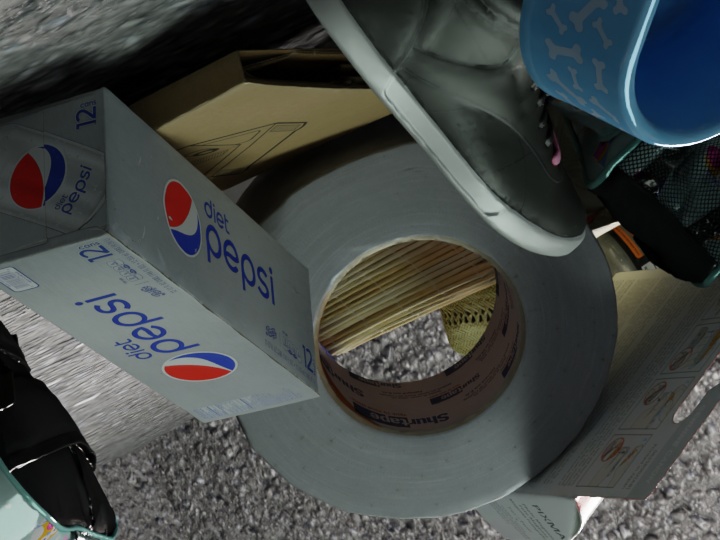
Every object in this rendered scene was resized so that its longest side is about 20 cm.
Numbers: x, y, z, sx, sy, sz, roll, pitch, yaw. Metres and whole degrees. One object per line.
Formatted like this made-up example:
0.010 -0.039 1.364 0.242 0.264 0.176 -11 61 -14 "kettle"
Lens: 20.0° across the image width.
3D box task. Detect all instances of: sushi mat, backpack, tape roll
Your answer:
0.000 0.000 1.133 0.200 0.096 0.012 -28 -149 58 "sushi mat"
-0.222 0.092 1.020 0.153 0.176 0.200 -31 172 -9 "backpack"
0.192 -0.117 1.036 0.200 0.153 0.176 -40 -169 14 "backpack"
0.025 0.022 1.027 0.200 0.201 0.066 -28 -159 2 "tape roll"

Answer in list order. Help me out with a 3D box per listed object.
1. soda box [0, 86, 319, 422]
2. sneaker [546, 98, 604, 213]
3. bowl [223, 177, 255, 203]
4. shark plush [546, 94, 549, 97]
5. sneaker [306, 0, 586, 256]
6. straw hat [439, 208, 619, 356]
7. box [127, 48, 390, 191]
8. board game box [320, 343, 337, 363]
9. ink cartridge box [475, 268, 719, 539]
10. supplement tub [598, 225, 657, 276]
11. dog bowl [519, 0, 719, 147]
-0.087 0.000 0.875 0.063 0.068 0.200 -15 154 19 "soda box"
0.136 -0.100 1.215 0.111 0.077 0.200 -39 -156 57 "sneaker"
0.014 -0.076 1.178 0.199 0.075 0.200 -25 177 -22 "bowl"
0.099 -0.166 0.936 0.200 0.091 0.083 -42 -157 -9 "shark plush"
0.067 -0.086 0.850 0.099 0.200 0.071 -34 -141 13 "sneaker"
0.092 0.010 1.200 0.201 0.085 0.201 -11 -169 2 "straw hat"
-0.081 -0.055 0.933 0.200 0.021 0.163 -22 173 32 "box"
-0.059 0.044 1.176 0.029 0.134 0.200 -52 -150 6 "board game box"
0.150 0.069 1.052 0.163 0.057 0.200 -51 -160 -18 "ink cartridge box"
0.182 -0.005 1.338 0.200 0.123 0.123 -28 176 -31 "supplement tub"
0.126 -0.130 0.705 0.111 0.050 0.200 -10 132 -34 "dog bowl"
